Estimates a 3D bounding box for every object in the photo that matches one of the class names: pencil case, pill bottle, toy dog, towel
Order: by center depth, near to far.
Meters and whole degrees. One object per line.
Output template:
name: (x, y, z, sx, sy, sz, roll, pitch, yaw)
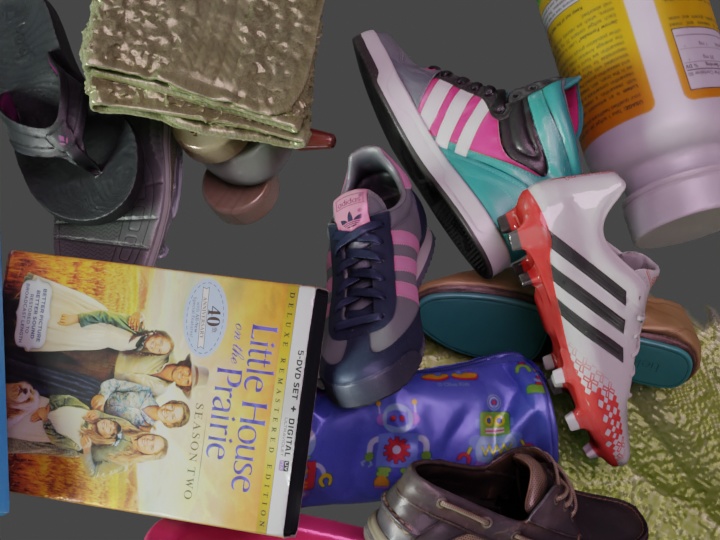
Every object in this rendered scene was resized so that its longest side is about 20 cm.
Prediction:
towel: (-0.088, -0.176, 1.054, 0.148, 0.036, 0.201, 13, 70, -17)
pencil case: (0.025, 0.097, 1.079, 0.199, 0.078, 0.087, -4, 107, -14)
toy dog: (-0.064, -0.133, 1.121, 0.096, 0.132, 0.201, -7, 83, 9)
pill bottle: (0.194, -0.122, 1.168, 0.110, 0.111, 0.201, -11, 75, -15)

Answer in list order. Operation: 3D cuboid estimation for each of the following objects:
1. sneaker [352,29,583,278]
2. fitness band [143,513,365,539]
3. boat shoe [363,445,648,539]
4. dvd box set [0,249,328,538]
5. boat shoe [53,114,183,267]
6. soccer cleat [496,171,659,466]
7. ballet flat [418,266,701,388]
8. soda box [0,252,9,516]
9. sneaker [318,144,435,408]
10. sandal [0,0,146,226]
sneaker: (0.084, -0.101, 1.129, 0.120, 0.084, 0.201, -28, 62, -6)
fitness band: (-0.031, 0.187, 1.011, 0.199, 0.144, 0.038, 13, 110, 1)
boat shoe: (0.099, 0.149, 1.043, 0.199, 0.074, 0.075, 4, 32, -34)
dvd box set: (-0.124, 0.071, 1.025, 0.199, 0.029, 0.147, 7, 87, 17)
boat shoe: (-0.144, -0.061, 1.104, 0.074, 0.065, 0.203, -3, 69, 17)
soccer cleat: (0.149, 0.032, 1.068, 0.085, 0.069, 0.201, -20, 112, 1)
ballet flat: (0.126, 0.030, 1.142, 0.199, 0.069, 0.063, 15, 42, -9)
soda box: (-0.253, 0.052, 1.027, 0.068, 0.064, 0.201, 9, 63, -35)
sneaker: (0.000, 0.000, 1.058, 0.070, 0.082, 0.200, -15, 31, 14)
sandal: (-0.198, -0.104, 1.077, 0.075, 0.048, 0.201, -40, 57, 8)
